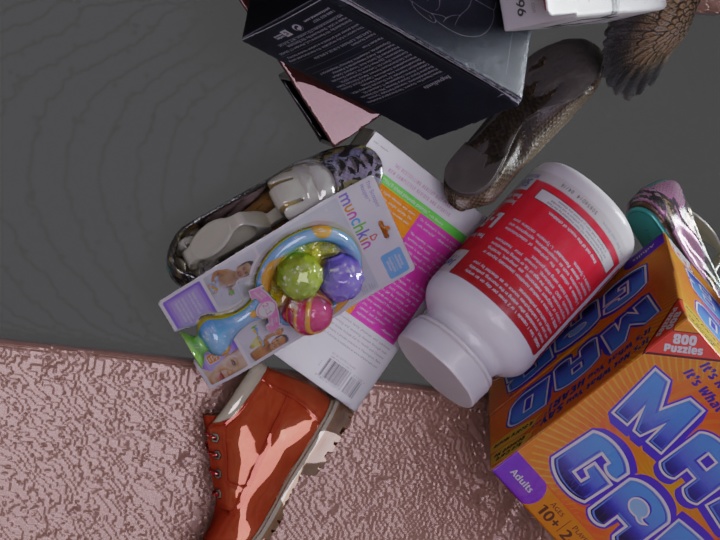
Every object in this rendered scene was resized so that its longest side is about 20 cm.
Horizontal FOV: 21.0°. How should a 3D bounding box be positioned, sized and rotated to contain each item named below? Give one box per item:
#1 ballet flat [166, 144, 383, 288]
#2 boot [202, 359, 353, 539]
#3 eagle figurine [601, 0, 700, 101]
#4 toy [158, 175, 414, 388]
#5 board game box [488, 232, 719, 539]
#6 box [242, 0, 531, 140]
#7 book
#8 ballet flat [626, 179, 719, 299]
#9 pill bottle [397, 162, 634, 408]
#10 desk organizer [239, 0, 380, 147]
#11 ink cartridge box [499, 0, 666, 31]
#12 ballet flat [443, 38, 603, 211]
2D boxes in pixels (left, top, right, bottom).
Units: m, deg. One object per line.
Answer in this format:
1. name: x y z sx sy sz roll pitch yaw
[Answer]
1. ballet flat: -0.073 -0.042 1.577 0.199 0.072 0.072 -30 102 9
2. boot: -0.103 0.173 1.626 0.107 0.075 0.201 34 84 -6
3. eagle figurine: 0.295 -0.237 1.611 0.150 0.151 0.202 8 91 -36
4. toy: -0.052 0.021 1.568 0.199 0.047 0.115 -28 134 -2
5. board game box: 0.243 0.132 1.603 0.200 0.200 0.200 -39 103 16
6. box: 0.032 -0.241 1.522 0.196 0.124 0.201 25 63 -31
7. book: 0.000 0.000 1.641 0.133 0.048 0.201 36 88 -17
8. ballet flat: 0.300 0.010 1.708 0.071 0.069 0.201 -33 102 -28
9. pill bottle: 0.127 0.014 1.623 0.200 0.112 0.112 -46 104 -15
10. desk organizer: -0.048 -0.205 1.595 0.077 0.072 0.201 -34 102 -5
11. ink cartridge box: 0.157 -0.249 1.500 0.199 0.067 0.117 -14 95 -55
12. ballet flat: 0.139 -0.121 1.647 0.067 0.046 0.200 27 64 27
